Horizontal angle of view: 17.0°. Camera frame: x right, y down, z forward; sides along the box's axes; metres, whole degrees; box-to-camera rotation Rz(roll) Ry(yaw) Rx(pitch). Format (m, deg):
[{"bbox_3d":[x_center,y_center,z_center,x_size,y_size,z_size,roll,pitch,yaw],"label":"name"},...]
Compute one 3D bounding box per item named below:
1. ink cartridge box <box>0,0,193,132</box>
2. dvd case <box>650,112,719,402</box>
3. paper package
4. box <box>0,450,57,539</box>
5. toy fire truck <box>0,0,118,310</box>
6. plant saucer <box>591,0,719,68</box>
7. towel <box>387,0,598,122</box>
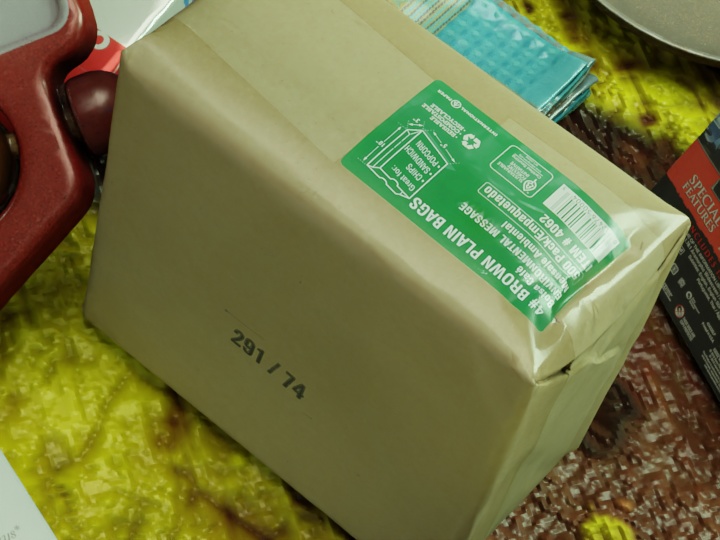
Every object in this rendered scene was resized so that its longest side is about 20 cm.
[{"bbox_3d":[-0.118,-0.136,1.060,0.116,0.067,0.200,33,71,16],"label":"ink cartridge box"},{"bbox_3d":[0.198,-0.024,0.986,0.022,0.200,0.146,-3,53,-38],"label":"dvd case"},{"bbox_3d":[0.000,0.000,0.933,0.200,0.191,0.103,39,59,14],"label":"paper package"},{"bbox_3d":[-0.179,0.143,0.855,0.152,0.106,0.200,-25,63,-24],"label":"box"},{"bbox_3d":[-0.180,-0.074,0.948,0.168,0.112,0.200,-22,82,6],"label":"toy fire truck"},{"bbox_3d":[0.179,-0.169,1.175,0.200,0.032,0.200,5,56,-8],"label":"plant saucer"},{"bbox_3d":[-0.009,-0.107,1.105,0.200,0.022,0.147,38,58,15],"label":"towel"}]
